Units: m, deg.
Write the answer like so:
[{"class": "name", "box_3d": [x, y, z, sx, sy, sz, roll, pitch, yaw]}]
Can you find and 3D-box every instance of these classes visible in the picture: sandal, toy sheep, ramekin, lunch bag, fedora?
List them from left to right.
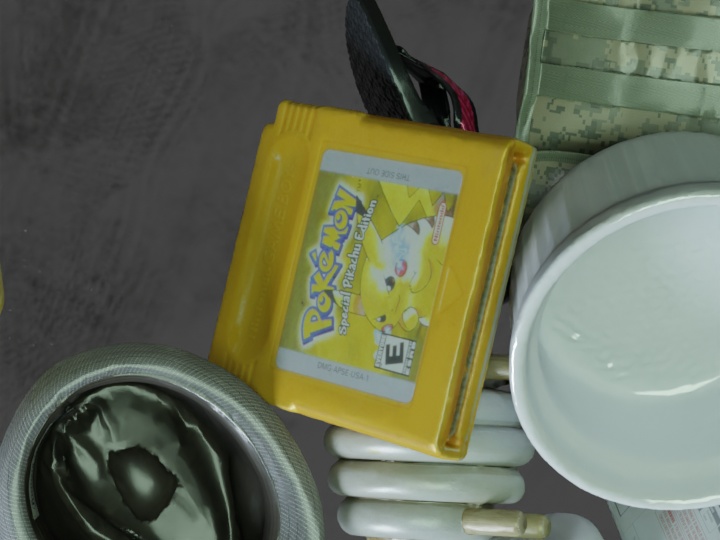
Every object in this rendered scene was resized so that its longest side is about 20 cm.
[{"class": "fedora", "box_3d": [-0.120, 0.137, 1.307, 0.200, 0.090, 0.177, 42, 88, -4]}, {"class": "toy sheep", "box_3d": [0.043, 0.096, 1.308, 0.137, 0.138, 0.202, 5, 81, -8]}, {"class": "sandal", "box_3d": [0.049, -0.075, 1.307, 0.045, 0.075, 0.201, -28, 85, -14]}, {"class": "lunch bag", "box_3d": [0.171, -0.081, 1.300, 0.163, 0.118, 0.202, 8, 96, 9]}, {"class": "ramekin", "box_3d": [0.174, 0.023, 1.217, 0.198, 0.098, 0.202, -2, 121, -3]}]

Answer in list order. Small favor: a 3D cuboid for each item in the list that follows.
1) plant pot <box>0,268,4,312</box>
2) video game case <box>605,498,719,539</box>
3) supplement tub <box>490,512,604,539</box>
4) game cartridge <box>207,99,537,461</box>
[{"class": "plant pot", "box_3d": [-0.283, -0.047, 1.222, 0.199, 0.201, 0.190, -19, 114, -6]}, {"class": "video game case", "box_3d": [0.227, 0.120, 1.278, 0.036, 0.200, 0.181, 33, 109, -26]}, {"class": "supplement tub", "box_3d": [0.128, 0.260, 1.331, 0.131, 0.132, 0.201, -32, 102, -3]}, {"class": "game cartridge", "box_3d": [0.000, 0.000, 1.262, 0.032, 0.199, 0.178, 14, 89, -47]}]
